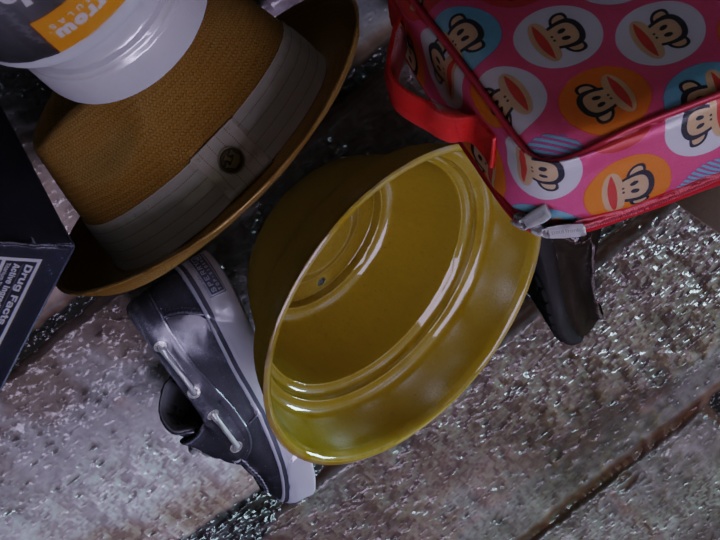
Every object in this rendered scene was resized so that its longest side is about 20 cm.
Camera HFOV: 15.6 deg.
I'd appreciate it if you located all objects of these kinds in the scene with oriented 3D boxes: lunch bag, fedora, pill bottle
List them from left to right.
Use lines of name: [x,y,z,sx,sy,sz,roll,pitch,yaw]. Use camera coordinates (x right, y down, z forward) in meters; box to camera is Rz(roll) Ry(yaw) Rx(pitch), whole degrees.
pill bottle: [-0.154,-0.159,1.138,0.116,0.117,0.200,-38,142,7]
fedora: [-0.092,-0.079,1.258,0.200,0.201,0.082,-41,112,10]
lunch bag: [0.098,-0.112,1.306,0.176,0.200,0.082,-21,140,-11]

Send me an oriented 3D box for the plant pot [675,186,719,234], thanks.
plant pot: [0.285,-0.095,1.503,0.187,0.187,0.200,23,103,-48]

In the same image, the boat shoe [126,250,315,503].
boat shoe: [-0.081,0.074,1.487,0.068,0.072,0.200,-30,141,-8]

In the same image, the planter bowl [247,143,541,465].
planter bowl: [0.000,0.000,1.430,0.200,0.083,0.201,-29,138,-29]

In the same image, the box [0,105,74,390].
box: [-0.274,0.017,1.239,0.198,0.123,0.200,4,131,-37]

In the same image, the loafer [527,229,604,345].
loafer: [0.119,-0.031,1.514,0.071,0.073,0.200,-27,143,-5]
